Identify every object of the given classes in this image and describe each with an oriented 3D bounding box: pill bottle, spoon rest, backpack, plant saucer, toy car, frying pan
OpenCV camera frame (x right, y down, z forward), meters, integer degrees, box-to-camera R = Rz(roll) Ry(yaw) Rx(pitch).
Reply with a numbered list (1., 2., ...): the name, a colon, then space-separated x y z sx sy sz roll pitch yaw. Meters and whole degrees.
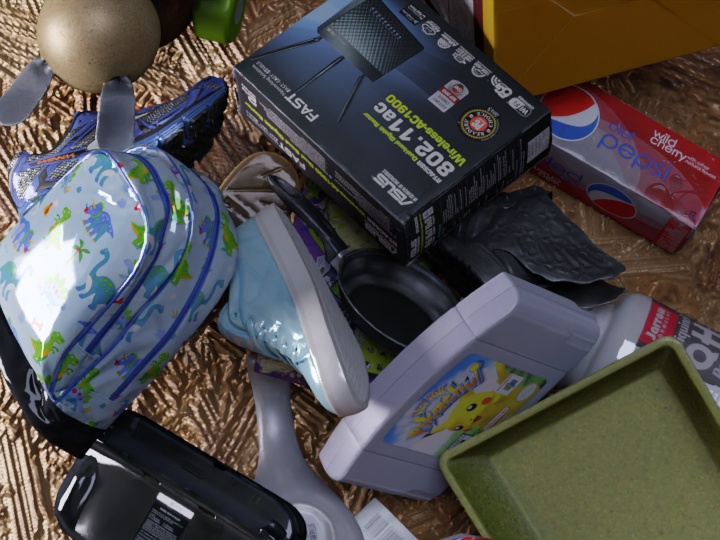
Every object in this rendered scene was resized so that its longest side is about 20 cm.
1. pill bottle: 0.227 0.085 1.435 0.199 0.111 0.111 26 70 2
2. spoon rest: -0.052 0.162 1.396 0.099 0.061 0.201 -6 65 -8
3. backpack: -0.180 0.004 1.355 0.200 0.154 0.163 -34 52 5
4. plant saucer: 0.191 0.167 1.380 0.199 0.048 0.201 -29 99 16
5. toy car: -0.195 -0.179 1.445 0.163 0.158 0.201 14 65 7
6. frying pan: -0.002 0.009 1.382 0.189 0.031 0.115 29 30 -5

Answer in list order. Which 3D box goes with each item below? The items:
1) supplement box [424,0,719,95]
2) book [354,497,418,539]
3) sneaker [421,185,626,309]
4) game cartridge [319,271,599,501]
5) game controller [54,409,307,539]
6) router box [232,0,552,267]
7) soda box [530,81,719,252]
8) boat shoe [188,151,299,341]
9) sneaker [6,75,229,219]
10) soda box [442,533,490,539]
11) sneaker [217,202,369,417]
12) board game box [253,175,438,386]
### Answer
1. supplement box: 0.158 -0.261 1.493 0.196 0.133 0.200 -16 43 -12
2. book: -0.013 0.281 1.374 0.134 0.048 0.200 44 70 10
3. sneaker: 0.103 -0.033 1.427 0.104 0.060 0.200 -27 52 -18
4. game cartridge: 0.068 0.089 1.359 0.200 0.133 0.041 -46 50 19
5. game controller: -0.134 0.180 1.361 0.199 0.042 0.105 27 91 29
6. router box: 0.022 -0.119 1.414 0.150 0.062 0.200 -38 64 -19
7. soda box: 0.191 -0.098 1.519 0.199 0.063 0.070 31 68 4
8. boat shoe: -0.120 -0.007 1.452 0.072 0.065 0.200 40 89 2
9. sneaker: -0.189 -0.101 1.472 0.200 0.075 0.079 -32 74 -18
10. soda box: 0.081 0.291 1.322 0.063 0.070 0.201 -13 95 -27
11. sneaker: -0.055 0.042 1.350 0.082 0.074 0.200 -33 44 7
12. board game box: -0.003 0.008 1.448 0.119 0.032 0.201 18 51 -5
